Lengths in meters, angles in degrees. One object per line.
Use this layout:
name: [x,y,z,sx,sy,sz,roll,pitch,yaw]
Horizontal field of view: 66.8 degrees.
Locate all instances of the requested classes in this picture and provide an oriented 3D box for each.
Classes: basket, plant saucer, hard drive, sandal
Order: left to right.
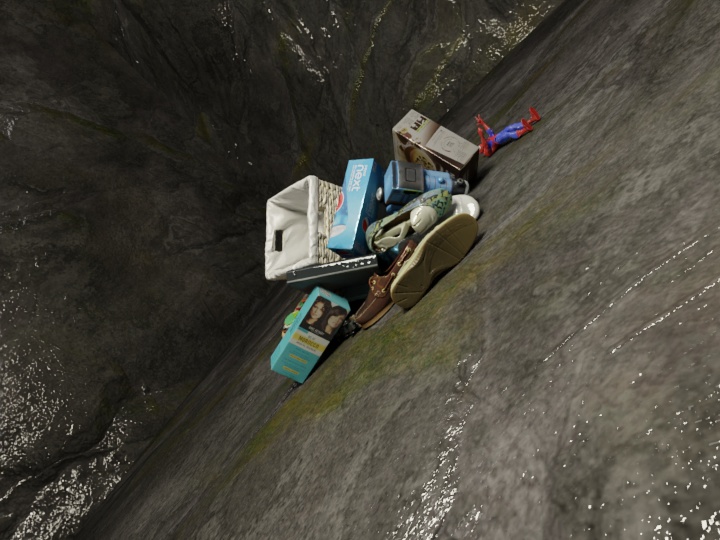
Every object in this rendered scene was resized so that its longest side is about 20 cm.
basket: [-0.108,-0.081,1.257,0.198,0.159,0.202,-16,71,48]
hard drive: [-0.041,0.010,1.161,0.196,0.034,0.139,-11,-15,13]
plant saucer: [0.000,0.000,1.277,0.069,0.019,0.202,-14,37,13]
sandal: [0.159,-0.085,1.108,0.201,0.084,0.049,-32,-27,33]

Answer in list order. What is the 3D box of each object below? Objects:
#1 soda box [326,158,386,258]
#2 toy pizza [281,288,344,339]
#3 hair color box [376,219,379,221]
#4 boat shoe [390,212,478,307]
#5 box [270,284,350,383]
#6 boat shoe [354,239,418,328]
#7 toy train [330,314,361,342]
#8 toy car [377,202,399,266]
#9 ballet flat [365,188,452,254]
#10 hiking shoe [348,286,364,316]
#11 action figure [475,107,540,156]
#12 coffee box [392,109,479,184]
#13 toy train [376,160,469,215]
soda box: [-0.006,-0.129,1.151,0.067,0.064,0.204,5,74,34]
toy pizza: [-0.117,0.088,1.273,0.199,0.032,0.201,-39,22,19]
hair color box: [-0.004,-0.095,1.386,0.098,0.061,0.202,-13,-36,-27]
boat shoe: [0.126,-0.023,0.967,0.202,0.073,0.063,-52,13,12]
box: [-0.107,0.136,1.156,0.202,0.081,0.049,-57,21,15]
boat shoe: [0.053,0.025,1.082,0.200,0.070,0.071,-47,16,10]
toy train: [-0.050,0.134,1.203,0.046,0.034,0.199,-40,5,-34]
toy car: [0.075,-0.141,1.257,0.185,0.200,0.177,-48,10,-14]
ballet flat: [0.095,-0.088,1.071,0.198,0.075,0.075,-30,16,28]
hiking shoe: [-0.057,0.083,1.301,0.199,0.076,0.101,-41,8,27]
action figure: [0.326,-0.342,1.308,0.065,0.099,0.200,-48,7,-23]
coffee box: [0.176,-0.273,1.284,0.080,0.199,0.114,-46,-25,-17]
toy train: [0.134,-0.160,1.132,0.115,0.196,0.088,119,155,-63]
